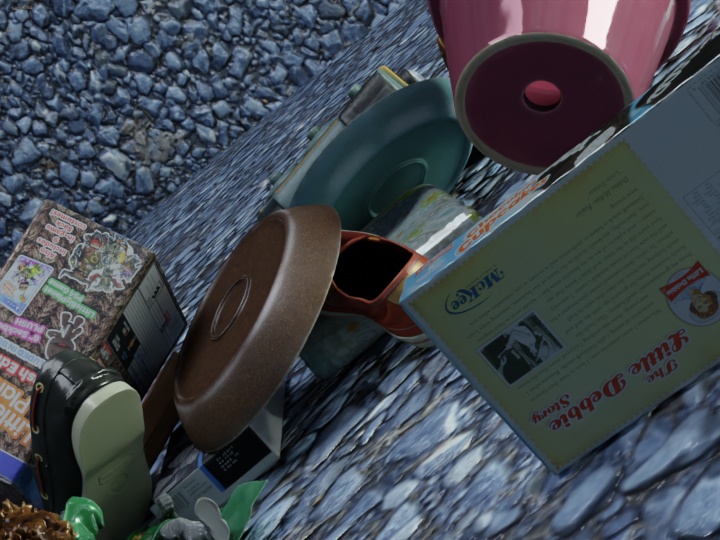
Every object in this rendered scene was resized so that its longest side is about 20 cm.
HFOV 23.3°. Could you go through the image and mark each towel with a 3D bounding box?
[{"bbox_3d":[0.013,0.003,1.364,0.171,0.048,0.200,-43,11,1],"label":"towel"}]

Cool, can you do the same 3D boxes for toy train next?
[{"bbox_3d":[-0.014,-0.093,1.506,0.200,0.085,0.114,-48,0,7],"label":"toy train"}]

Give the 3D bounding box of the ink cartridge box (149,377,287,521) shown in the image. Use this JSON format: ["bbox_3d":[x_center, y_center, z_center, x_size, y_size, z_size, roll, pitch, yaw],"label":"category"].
[{"bbox_3d":[-0.104,0.126,1.327,0.099,0.039,0.200,-42,10,8],"label":"ink cartridge box"}]

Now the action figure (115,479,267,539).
[{"bbox_3d":[-0.135,0.189,1.161,0.118,0.055,0.200,-50,9,-24],"label":"action figure"}]

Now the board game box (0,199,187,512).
[{"bbox_3d":[-0.232,0.076,1.322,0.200,0.097,0.160,-61,-14,-17],"label":"board game box"}]

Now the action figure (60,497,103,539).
[{"bbox_3d":[-0.230,0.235,1.133,0.200,0.055,0.118,-56,0,-20],"label":"action figure"}]

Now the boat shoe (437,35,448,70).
[{"bbox_3d":[0.127,-0.234,1.829,0.072,0.068,0.200,-44,11,-10],"label":"boat shoe"}]

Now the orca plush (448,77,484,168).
[{"bbox_3d":[0.141,-0.145,1.518,0.200,0.071,0.105,-36,-33,12],"label":"orca plush"}]

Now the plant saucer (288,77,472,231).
[{"bbox_3d":[0.024,-0.074,1.451,0.200,0.027,0.200,-33,-26,-18],"label":"plant saucer"}]

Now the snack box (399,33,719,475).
[{"bbox_3d":[0.130,-0.006,0.798,0.200,0.116,0.037,-38,11,20],"label":"snack box"}]

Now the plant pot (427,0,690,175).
[{"bbox_3d":[0.141,-0.173,1.272,0.200,0.200,0.179,-34,29,36],"label":"plant pot"}]

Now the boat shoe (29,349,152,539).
[{"bbox_3d":[-0.192,0.139,1.221,0.074,0.063,0.202,-33,-36,-35],"label":"boat shoe"}]

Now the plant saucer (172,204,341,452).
[{"bbox_3d":[-0.082,0.034,1.256,0.200,0.034,0.200,-50,23,30],"label":"plant saucer"}]

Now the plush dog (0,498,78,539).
[{"bbox_3d":[-0.189,0.206,0.949,0.200,0.172,0.161,-32,15,41],"label":"plush dog"}]

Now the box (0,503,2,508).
[{"bbox_3d":[-0.338,0.212,1.593,0.198,0.123,0.200,-30,18,52],"label":"box"}]

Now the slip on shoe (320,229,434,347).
[{"bbox_3d":[0.000,0.000,1.236,0.074,0.061,0.200,-49,30,-10],"label":"slip on shoe"}]

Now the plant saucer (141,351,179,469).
[{"bbox_3d":[-0.188,0.158,1.395,0.201,0.032,0.200,-59,4,6],"label":"plant saucer"}]
